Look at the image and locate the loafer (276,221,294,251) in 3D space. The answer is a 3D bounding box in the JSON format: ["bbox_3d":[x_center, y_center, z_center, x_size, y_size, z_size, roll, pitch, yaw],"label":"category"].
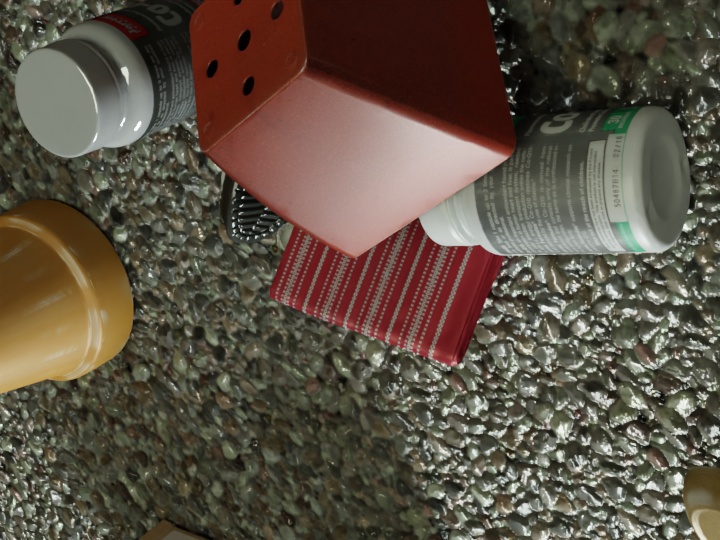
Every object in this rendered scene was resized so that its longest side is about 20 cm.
[{"bbox_3d":[0.000,0.000,1.249,0.200,0.063,0.072,26,123,22],"label":"loafer"}]

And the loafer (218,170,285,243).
[{"bbox_3d":[-0.094,-0.123,1.258,0.071,0.073,0.200,37,120,50],"label":"loafer"}]

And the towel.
[{"bbox_3d":[0.026,-0.011,1.205,0.200,0.022,0.145,19,85,25],"label":"towel"}]

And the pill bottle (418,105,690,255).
[{"bbox_3d":[0.150,-0.069,1.081,0.200,0.113,0.113,-1,111,34],"label":"pill bottle"}]

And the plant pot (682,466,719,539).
[{"bbox_3d":[0.336,0.231,1.077,0.200,0.027,0.200,38,165,12],"label":"plant pot"}]

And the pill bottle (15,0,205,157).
[{"bbox_3d":[-0.205,-0.178,1.217,0.114,0.200,0.114,15,119,28],"label":"pill bottle"}]

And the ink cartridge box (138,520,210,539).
[{"bbox_3d":[-0.168,0.398,1.545,0.200,0.075,0.165,14,120,30],"label":"ink cartridge box"}]

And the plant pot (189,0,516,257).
[{"bbox_3d":[-0.023,-0.153,1.065,0.200,0.176,0.200,-33,55,40],"label":"plant pot"}]

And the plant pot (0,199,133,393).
[{"bbox_3d":[-0.379,0.046,1.453,0.200,0.183,0.201,15,119,28],"label":"plant pot"}]
